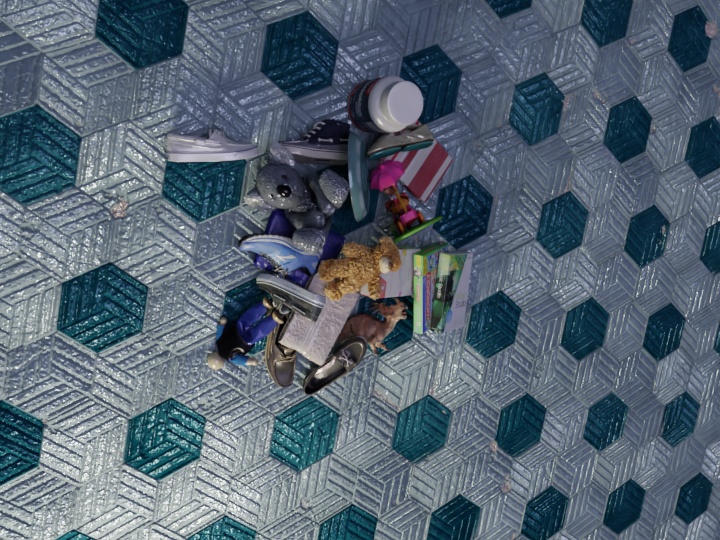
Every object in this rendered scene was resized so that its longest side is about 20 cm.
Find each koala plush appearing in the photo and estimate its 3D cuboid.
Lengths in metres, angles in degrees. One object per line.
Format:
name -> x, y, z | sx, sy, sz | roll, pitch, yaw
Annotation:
koala plush -> -0.144, -0.165, 1.432 | 0.197, 0.184, 0.180 | 25, 102, -10

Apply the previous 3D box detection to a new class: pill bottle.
pill bottle -> 0.057, -0.375, 1.484 | 0.117, 0.199, 0.123 | -5, 102, -23

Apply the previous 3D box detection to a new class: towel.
towel -> 0.132, -0.285, 1.636 | 0.199, 0.023, 0.145 | 40, 80, -27
towel -> -0.093, 0.106, 1.530 | 0.131, 0.034, 0.203 | 32, 78, -25
towel -> -0.144, -0.047, 1.540 | 0.197, 0.049, 0.151 | 24, 83, -27

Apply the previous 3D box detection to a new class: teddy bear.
teddy bear -> 0.000, 0.000, 1.492 | 0.195, 0.067, 0.149 | -4, 101, -2

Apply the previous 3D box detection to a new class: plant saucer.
plant saucer -> -0.001, -0.213, 1.495 | 0.027, 0.200, 0.205 | -3, 103, 8

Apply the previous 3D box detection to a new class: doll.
doll -> -0.269, 0.156, 1.491 | 0.199, 0.048, 0.137 | -38, 75, 4

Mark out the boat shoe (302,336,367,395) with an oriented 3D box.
boat shoe -> -0.061, 0.235, 1.574 | 0.199, 0.057, 0.067 | -39, 99, 18

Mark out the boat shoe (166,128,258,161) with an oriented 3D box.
boat shoe -> -0.314, -0.269, 1.402 | 0.196, 0.073, 0.067 | -7, 107, -25

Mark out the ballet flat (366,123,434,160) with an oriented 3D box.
ballet flat -> 0.087, -0.311, 1.569 | 0.197, 0.067, 0.064 | -17, 84, -30

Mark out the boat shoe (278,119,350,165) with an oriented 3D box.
boat shoe -> -0.108, -0.299, 1.502 | 0.196, 0.074, 0.095 | 1, 86, -27

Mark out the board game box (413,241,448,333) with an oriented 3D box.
board game box -> 0.179, 0.042, 1.668 | 0.134, 0.029, 0.205 | -27, 121, -52

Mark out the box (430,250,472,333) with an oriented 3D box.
box -> 0.238, 0.054, 1.703 | 0.143, 0.036, 0.205 | -7, 104, -56

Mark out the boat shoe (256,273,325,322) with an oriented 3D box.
boat shoe -> -0.167, 0.061, 1.466 | 0.072, 0.197, 0.072 | 28, 82, -53

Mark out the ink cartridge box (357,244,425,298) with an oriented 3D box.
ink cartridge box -> 0.084, 0.000, 1.621 | 0.197, 0.067, 0.120 | -2, 102, -46

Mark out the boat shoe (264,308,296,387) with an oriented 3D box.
boat shoe -> -0.186, 0.183, 1.545 | 0.073, 0.073, 0.205 | -10, 104, -22

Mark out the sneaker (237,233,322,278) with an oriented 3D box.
sneaker -> -0.178, -0.031, 1.454 | 0.196, 0.078, 0.091 | 13, 87, -27

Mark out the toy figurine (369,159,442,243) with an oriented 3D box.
toy figurine -> 0.091, -0.174, 1.578 | 0.148, 0.200, 0.187 | -26, 90, 2

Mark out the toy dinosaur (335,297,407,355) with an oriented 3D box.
toy dinosaur -> 0.016, 0.138, 1.632 | 0.195, 0.086, 0.139 | -3, 91, -7
